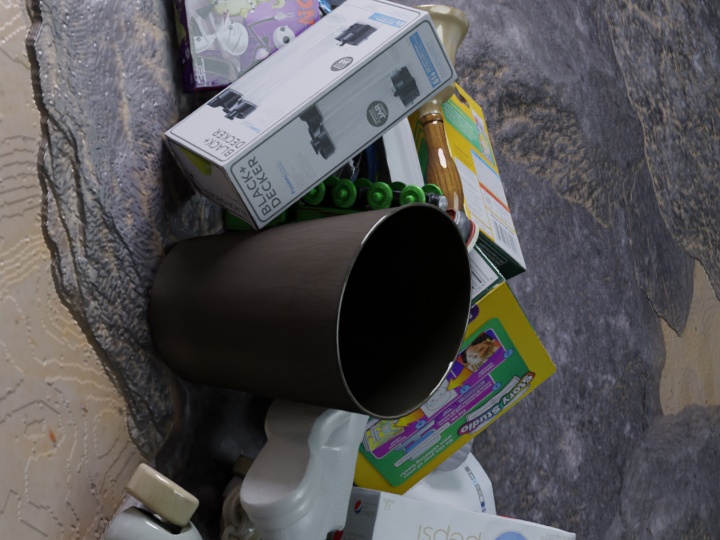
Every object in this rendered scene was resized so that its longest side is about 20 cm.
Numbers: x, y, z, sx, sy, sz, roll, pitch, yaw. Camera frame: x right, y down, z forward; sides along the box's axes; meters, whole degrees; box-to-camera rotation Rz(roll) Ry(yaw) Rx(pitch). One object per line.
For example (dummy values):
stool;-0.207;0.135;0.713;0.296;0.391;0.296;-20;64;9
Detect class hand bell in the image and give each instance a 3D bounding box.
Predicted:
hand bell;0.066;-0.130;1.342;0.104;0.103;0.202;18;59;-56

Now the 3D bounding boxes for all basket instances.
basket;-0.046;0.029;1.062;0.180;0.198;0.137;-45;124;-46

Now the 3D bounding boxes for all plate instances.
plate;0.035;-0.072;1.287;0.200;0.032;0.202;-114;-169;-79

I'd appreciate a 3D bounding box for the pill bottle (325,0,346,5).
pill bottle;0.003;-0.317;1.292;0.200;0.110;0.112;-62;136;-59

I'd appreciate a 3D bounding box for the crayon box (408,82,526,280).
crayon box;0.094;-0.096;1.430;0.126;0.051;0.202;35;37;-51

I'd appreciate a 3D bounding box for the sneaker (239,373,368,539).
sneaker;-0.031;0.146;1.062;0.089;0.075;0.200;69;26;-22

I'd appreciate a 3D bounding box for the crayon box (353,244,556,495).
crayon box;0.054;0.093;1.217;0.058;0.199;0.173;51;-1;35

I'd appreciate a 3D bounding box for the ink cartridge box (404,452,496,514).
ink cartridge box;0.070;0.198;1.372;0.160;0.047;0.202;-17;100;-58

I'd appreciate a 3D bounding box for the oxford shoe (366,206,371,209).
oxford shoe;-0.011;0.003;1.281;0.074;0.070;0.202;64;27;-74

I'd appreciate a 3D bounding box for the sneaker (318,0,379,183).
sneaker;-0.045;-0.149;1.224;0.082;0.071;0.202;-14;85;-28

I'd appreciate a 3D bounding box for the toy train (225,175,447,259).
toy train;-0.022;-0.045;1.133;0.042;0.198;0.057;-7;103;-59

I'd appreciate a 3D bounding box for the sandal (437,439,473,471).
sandal;0.067;0.083;1.361;0.079;0.059;0.209;-4;98;-45

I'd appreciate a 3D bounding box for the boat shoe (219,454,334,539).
boat shoe;-0.041;0.214;1.172;0.199;0.074;0.069;34;75;-39

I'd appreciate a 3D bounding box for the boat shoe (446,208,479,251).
boat shoe;0.000;0.000;1.164;0.063;0.199;0.071;54;19;-23

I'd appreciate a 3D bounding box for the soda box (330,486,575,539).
soda box;0.075;0.224;1.160;0.198;0.063;0.069;17;80;-30

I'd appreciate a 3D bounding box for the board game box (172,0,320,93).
board game box;-0.094;-0.246;1.161;0.119;0.032;0.202;-7;90;-32

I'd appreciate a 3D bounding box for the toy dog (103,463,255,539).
toy dog;-0.109;0.213;1.003;0.199;0.096;0.133;15;102;-48

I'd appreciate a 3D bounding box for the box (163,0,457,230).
box;-0.039;-0.125;1.109;0.199;0.116;0.060;-38;122;-13
